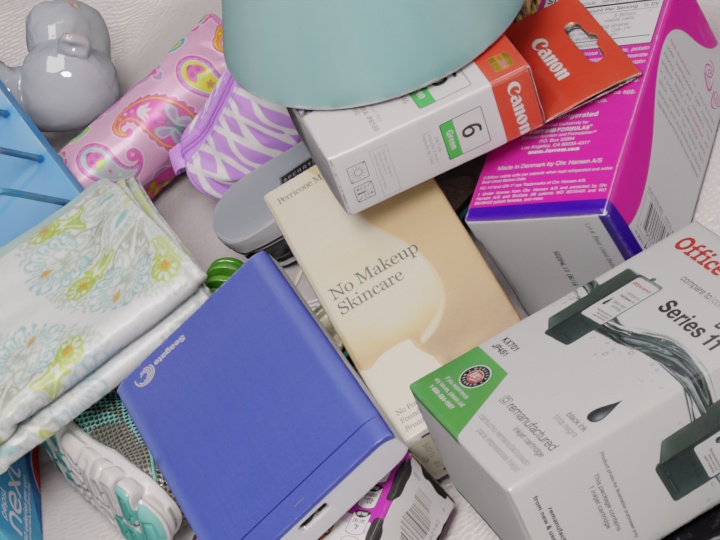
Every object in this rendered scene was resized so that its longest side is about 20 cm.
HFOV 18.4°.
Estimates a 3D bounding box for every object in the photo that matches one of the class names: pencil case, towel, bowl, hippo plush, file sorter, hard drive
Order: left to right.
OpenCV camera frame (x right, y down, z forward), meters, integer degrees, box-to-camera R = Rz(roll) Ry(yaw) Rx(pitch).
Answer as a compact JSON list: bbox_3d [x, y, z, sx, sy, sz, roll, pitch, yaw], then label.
[{"bbox_3d":[-0.317,-0.073,1.578,0.139,0.123,0.200,-46,69,17],"label":"file sorter"},{"bbox_3d":[-0.274,-0.150,1.716,0.160,0.159,0.200,-24,42,16],"label":"hippo plush"},{"bbox_3d":[-0.204,0.030,1.477,0.200,0.048,0.171,-38,35,-4],"label":"towel"},{"bbox_3d":[-0.158,-0.101,1.645,0.200,0.087,0.087,-41,41,-1],"label":"pencil case"},{"bbox_3d":[-0.064,0.089,1.335,0.132,0.025,0.200,-44,41,6],"label":"hard drive"},{"bbox_3d":[-0.064,-0.122,1.525,0.085,0.200,0.084,-8,64,-25],"label":"pencil case"},{"bbox_3d":[-0.005,-0.201,1.354,0.200,0.105,0.201,-13,39,11],"label":"bowl"}]

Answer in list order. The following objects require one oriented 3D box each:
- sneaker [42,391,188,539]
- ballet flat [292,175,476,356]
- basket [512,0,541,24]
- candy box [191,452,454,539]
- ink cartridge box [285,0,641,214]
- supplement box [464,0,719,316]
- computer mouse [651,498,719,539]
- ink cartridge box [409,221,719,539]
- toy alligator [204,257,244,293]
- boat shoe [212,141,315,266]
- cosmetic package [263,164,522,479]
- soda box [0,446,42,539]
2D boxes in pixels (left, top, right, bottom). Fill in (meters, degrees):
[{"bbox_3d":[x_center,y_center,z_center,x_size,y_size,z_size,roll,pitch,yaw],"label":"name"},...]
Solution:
[{"bbox_3d":[-0.151,0.112,1.468,0.091,0.078,0.200,-33,41,-20],"label":"sneaker"},{"bbox_3d":[0.000,0.000,1.444,0.200,0.062,0.067,-50,2,-14],"label":"ballet flat"},{"bbox_3d":[0.069,-0.173,1.571,0.143,0.149,0.200,-50,28,41],"label":"basket"},{"bbox_3d":[-0.047,0.199,1.301,0.136,0.061,0.200,2,56,39],"label":"candy box"},{"bbox_3d":[0.058,-0.120,1.353,0.200,0.050,0.109,-26,40,-5],"label":"ink cartridge box"},{"bbox_3d":[0.154,-0.080,1.393,0.103,0.101,0.200,-2,51,33],"label":"supplement box"},{"bbox_3d":[0.207,0.152,1.178,0.200,0.046,0.140,-27,28,-3],"label":"computer mouse"},{"bbox_3d":[0.150,0.072,1.225,0.200,0.083,0.147,-30,28,-9],"label":"ink cartridge box"},{"bbox_3d":[-0.095,0.044,1.456,0.059,0.054,0.200,6,33,3],"label":"toy alligator"},{"bbox_3d":[-0.004,-0.057,1.503,0.199,0.068,0.074,-32,49,21],"label":"boat shoe"},{"bbox_3d":[0.032,0.017,1.361,0.105,0.071,0.200,-31,60,-1],"label":"cosmetic package"},{"bbox_3d":[-0.263,0.128,1.520,0.064,0.068,0.200,-24,42,12],"label":"soda box"}]
